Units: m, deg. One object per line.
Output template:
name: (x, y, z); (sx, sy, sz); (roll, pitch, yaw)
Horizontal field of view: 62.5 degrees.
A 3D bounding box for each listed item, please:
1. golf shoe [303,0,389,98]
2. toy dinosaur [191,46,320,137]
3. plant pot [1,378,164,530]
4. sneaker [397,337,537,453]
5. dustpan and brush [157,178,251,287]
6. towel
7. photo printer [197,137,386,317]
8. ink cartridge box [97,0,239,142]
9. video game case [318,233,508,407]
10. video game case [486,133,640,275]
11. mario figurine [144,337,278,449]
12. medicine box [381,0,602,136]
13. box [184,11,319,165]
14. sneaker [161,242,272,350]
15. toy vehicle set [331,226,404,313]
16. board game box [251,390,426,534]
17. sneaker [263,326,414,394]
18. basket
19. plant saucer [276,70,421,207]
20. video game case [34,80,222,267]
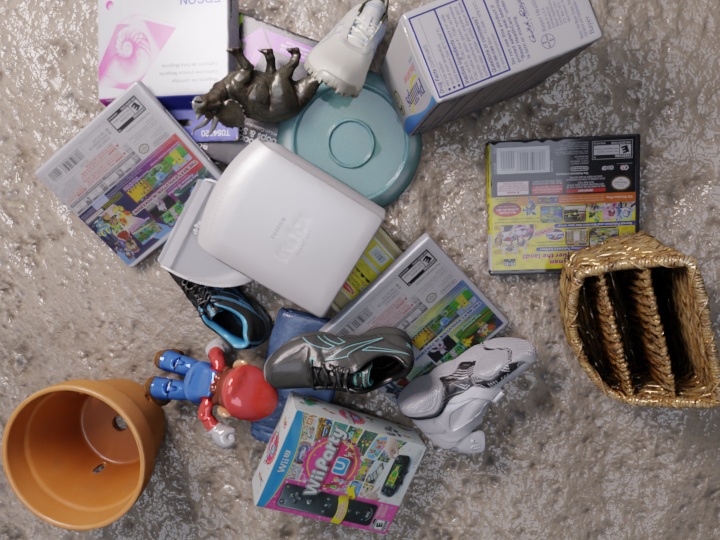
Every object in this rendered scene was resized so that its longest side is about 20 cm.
golf shoe: (-0.009, -0.282, 0.718); (0.078, 0.200, 0.097); (27, 128, -11)
toy dinosaur: (-0.122, -0.229, 0.755); (0.199, 0.077, 0.103); (-9, 110, -24)
plant pot: (-0.372, 0.241, 0.848); (0.199, 0.140, 0.201); (1, 96, 6)
sneaker: (0.161, 0.176, 0.816); (0.199, 0.075, 0.115); (-27, 111, 7)
dustpan and brush: (-0.156, -0.022, 0.820); (0.200, 0.057, 0.140); (34, 69, -36)
towel: (-0.088, 0.157, 0.857); (0.111, 0.049, 0.201); (15, 99, 3)
photo printer: (-0.092, -0.056, 0.748); (0.200, 0.069, 0.167); (31, 101, -11)
ink cartridge box: (-0.259, -0.276, 0.800); (0.196, 0.043, 0.201); (1, 93, 14)
video game case: (0.075, 0.077, 0.816); (0.200, 0.022, 0.182); (-43, 111, 8)
video game case: (0.273, -0.087, 0.805); (0.199, 0.026, 0.182); (-2, 96, 5)
mario figurine: (-0.199, 0.171, 0.838); (0.199, 0.106, 0.124); (7, 106, 27)
medicine box: (0.141, -0.256, 0.702); (0.199, 0.182, 0.103); (-22, 93, -4)
box: (-0.152, -0.240, 0.822); (0.143, 0.036, 0.201); (21, 100, 3)
sneaker: (-0.207, 0.030, 0.836); (0.200, 0.082, 0.073); (44, 101, 1)
toy vehicle set: (0.000, 0.000, 0.819); (0.124, 0.027, 0.200); (-40, 104, 8)
board game box: (-0.030, 0.269, 0.825); (0.199, 0.064, 0.148); (21, 98, -18)
sneaker: (-0.027, 0.120, 0.762); (0.199, 0.079, 0.076); (-12, 114, -2)
basket: (0.336, 0.071, 0.741); (0.142, 0.149, 0.201); (-17, 106, 7)
plant saucer: (-0.014, -0.172, 0.804); (0.199, 0.027, 0.201); (-1, 102, -5)
video game case: (-0.312, -0.127, 0.823); (0.200, 0.023, 0.182); (-35, 111, 13)
